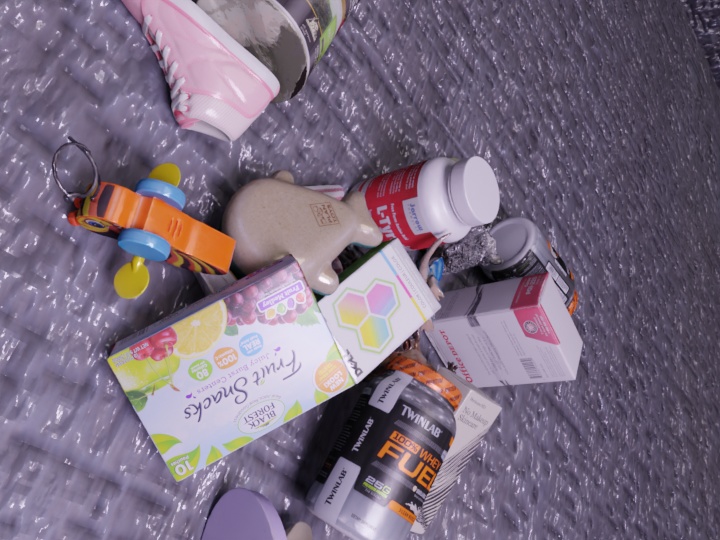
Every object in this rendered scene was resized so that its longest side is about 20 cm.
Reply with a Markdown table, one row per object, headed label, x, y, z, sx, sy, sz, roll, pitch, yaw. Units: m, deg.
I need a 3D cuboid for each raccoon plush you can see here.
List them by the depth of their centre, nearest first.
| label | x | y | z | sx | sy | sz | roll | pitch | yaw |
| --- | --- | --- | --- | --- | --- | --- | --- | --- | --- |
| raccoon plush | 0.147 | -0.010 | 1.045 | 0.200 | 0.096 | 0.134 | -46 | 135 | -9 |

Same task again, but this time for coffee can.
| label | x | y | z | sx | sy | sz | roll | pitch | yaw |
| --- | --- | --- | --- | --- | --- | --- | --- | --- | --- |
| coffee can | -0.089 | -0.322 | 0.770 | 0.147 | 0.145 | 0.202 | 48 | 51 | -30 |

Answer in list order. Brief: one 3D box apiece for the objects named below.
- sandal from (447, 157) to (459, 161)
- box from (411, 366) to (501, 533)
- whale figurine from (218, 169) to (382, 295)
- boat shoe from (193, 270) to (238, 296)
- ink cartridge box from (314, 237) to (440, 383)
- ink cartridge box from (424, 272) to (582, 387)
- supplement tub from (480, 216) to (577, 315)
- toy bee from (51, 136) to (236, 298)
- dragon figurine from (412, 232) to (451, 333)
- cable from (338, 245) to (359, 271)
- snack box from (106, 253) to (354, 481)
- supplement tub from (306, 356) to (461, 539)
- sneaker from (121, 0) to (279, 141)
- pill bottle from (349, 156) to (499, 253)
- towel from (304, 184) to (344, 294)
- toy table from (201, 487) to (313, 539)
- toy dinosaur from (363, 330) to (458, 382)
| label | x | y | z | sx | sy | sz | roll | pitch | yaw |
| --- | --- | --- | --- | --- | --- | --- | --- | --- | --- |
| sandal | 0.128 | -0.142 | 1.040 | 0.200 | 0.057 | 0.081 | -38 | 110 | -45 |
| box | 0.094 | 0.238 | 0.853 | 0.082 | 0.068 | 0.202 | 31 | 92 | -37 |
| whale figurine | -0.071 | -0.037 | 0.745 | 0.198 | 0.104 | 0.161 | -15 | 71 | -38 |
| boat shoe | -0.139 | 0.068 | 0.693 | 0.069 | 0.071 | 0.202 | -32 | 95 | -16 |
| ink cartridge box | -0.010 | 0.062 | 0.769 | 0.199 | 0.059 | 0.105 | -38 | 101 | -20 |
| ink cartridge box | 0.216 | 0.098 | 0.985 | 0.147 | 0.198 | 0.085 | 58 | 41 | -22 |
| supplement tub | 0.307 | 0.008 | 1.163 | 0.200 | 0.121 | 0.124 | 43 | 53 | -35 |
| toy bee | -0.216 | -0.056 | 0.608 | 0.201 | 0.107 | 0.132 | 59 | 46 | -37 |
| dragon figurine | 0.085 | 0.015 | 0.885 | 0.100 | 0.058 | 0.203 | -80 | 174 | -55 |
| cable | 0.000 | 0.000 | 0.834 | 0.096 | 0.050 | 0.203 | -25 | 103 | -42 |
| snack box | -0.124 | 0.094 | 0.640 | 0.198 | 0.053 | 0.144 | -27 | 106 | -8 |
| supplement tub | 0.033 | 0.212 | 0.751 | 0.122 | 0.122 | 0.202 | 42 | 69 | -34 |
| sneaker | -0.191 | -0.219 | 0.687 | 0.199 | 0.075 | 0.106 | 37 | 80 | -19 |
| pill bottle | 0.082 | -0.087 | 0.872 | 0.111 | 0.198 | 0.115 | 12 | 73 | -45 |
| towel | -0.052 | -0.011 | 0.835 | 0.145 | 0.030 | 0.204 | -13 | 92 | -49 |
| toy table | -0.081 | 0.326 | 0.638 | 0.117 | 0.183 | 0.202 | 33 | 37 | -37 |
| toy dinosaur | 0.066 | 0.171 | 0.898 | 0.134 | 0.085 | 0.204 | -23 | 112 | -40 |
